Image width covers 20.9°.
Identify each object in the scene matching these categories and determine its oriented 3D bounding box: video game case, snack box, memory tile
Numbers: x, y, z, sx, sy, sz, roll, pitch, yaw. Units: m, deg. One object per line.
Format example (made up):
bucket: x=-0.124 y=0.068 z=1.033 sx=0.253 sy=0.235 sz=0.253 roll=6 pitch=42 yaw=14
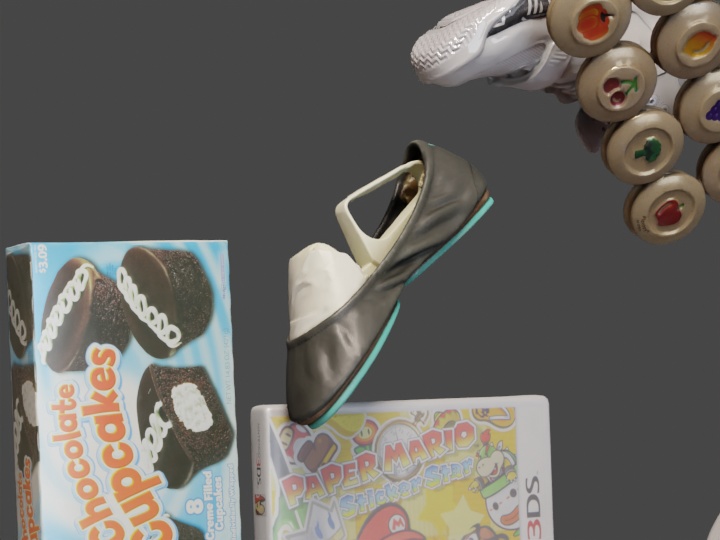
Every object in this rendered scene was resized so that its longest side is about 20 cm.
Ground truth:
video game case: x=0.029 y=0.166 z=1.122 sx=0.200 sy=0.023 sz=0.183 roll=0 pitch=86 yaw=-33
snack box: x=-0.122 y=0.085 z=1.022 sx=0.116 sy=0.037 sz=0.201 roll=-2 pitch=87 yaw=-33
memory tile: x=0.202 y=-0.116 z=1.150 sx=0.153 sy=0.017 sz=0.200 roll=-29 pitch=126 yaw=0

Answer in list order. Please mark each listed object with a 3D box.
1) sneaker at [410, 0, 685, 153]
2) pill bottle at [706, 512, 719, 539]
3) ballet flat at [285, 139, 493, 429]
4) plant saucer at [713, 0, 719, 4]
sneaker: x=0.125 y=-0.121 z=1.176 sx=0.200 sy=0.075 sz=0.115 roll=-27 pitch=99 yaw=-34
pill bottle: x=0.323 y=0.217 z=1.254 sx=0.200 sy=0.112 sz=0.112 roll=36 pitch=68 yaw=-26
ballet flat: x=0.000 y=0.000 z=1.098 sx=0.068 sy=0.068 sz=0.200 roll=45 pitch=54 yaw=-11
plant saucer: x=0.222 y=-0.214 z=1.229 sx=0.200 sy=0.050 sz=0.200 roll=48 pitch=28 yaw=-36
